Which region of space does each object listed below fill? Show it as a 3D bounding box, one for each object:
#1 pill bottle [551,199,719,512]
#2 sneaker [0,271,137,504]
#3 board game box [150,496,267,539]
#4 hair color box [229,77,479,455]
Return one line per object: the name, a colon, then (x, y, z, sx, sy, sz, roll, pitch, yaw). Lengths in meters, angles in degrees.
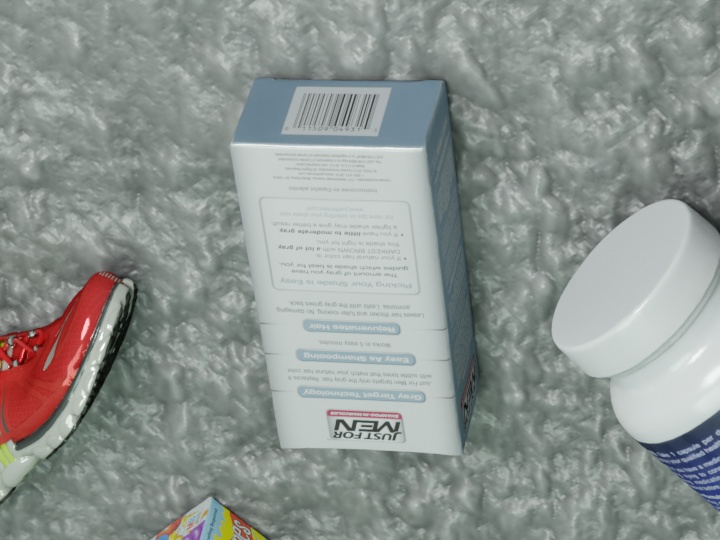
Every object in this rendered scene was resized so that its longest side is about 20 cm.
pill bottle: (0.196, 0.061, 1.464, 0.200, 0.116, 0.116, 40, 127, -20)
sneaker: (-0.192, 0.061, 1.586, 0.085, 0.077, 0.200, 36, 128, -10)
board game box: (-0.052, 0.242, 1.680, 0.200, 0.105, 0.103, 38, 126, -19)
hair color box: (0.000, 0.000, 1.497, 0.099, 0.061, 0.200, 2, 129, 12)
